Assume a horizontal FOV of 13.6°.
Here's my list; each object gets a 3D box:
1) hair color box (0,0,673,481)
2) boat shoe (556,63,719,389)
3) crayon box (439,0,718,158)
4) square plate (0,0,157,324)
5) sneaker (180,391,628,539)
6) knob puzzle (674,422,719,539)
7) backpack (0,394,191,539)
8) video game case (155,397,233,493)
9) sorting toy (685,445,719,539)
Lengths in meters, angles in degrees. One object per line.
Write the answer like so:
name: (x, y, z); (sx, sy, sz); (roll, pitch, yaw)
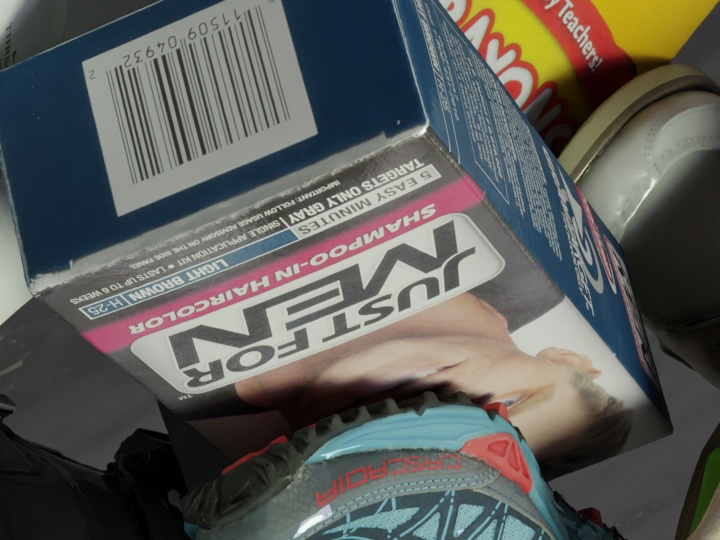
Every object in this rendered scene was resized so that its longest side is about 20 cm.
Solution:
hair color box: (0.000, 0.000, 0.735); (0.100, 0.061, 0.200); (-22, 152, 13)
boat shoe: (0.111, -0.007, 0.902); (0.075, 0.068, 0.200); (-53, 158, 8)
crayon box: (0.044, -0.097, 0.840); (0.200, 0.051, 0.127); (-52, 138, -3)
square plate: (-0.094, -0.046, 0.690); (0.198, 0.028, 0.201); (-47, 153, -50)
sneaker: (0.032, 0.098, 0.758); (0.079, 0.096, 0.200); (-30, 146, 21)
knob puzzle: (0.164, 0.041, 0.949); (0.220, 0.030, 0.220); (-42, 157, -23)
backpack: (-0.086, 0.153, 0.779); (0.151, 0.200, 0.177); (-44, 143, 20)
video game case: (0.026, 0.123, 0.863); (0.025, 0.181, 0.200); (-31, 152, 19)
sorting toy: (0.133, 0.072, 0.842); (0.200, 0.036, 0.186); (-54, 144, -34)
